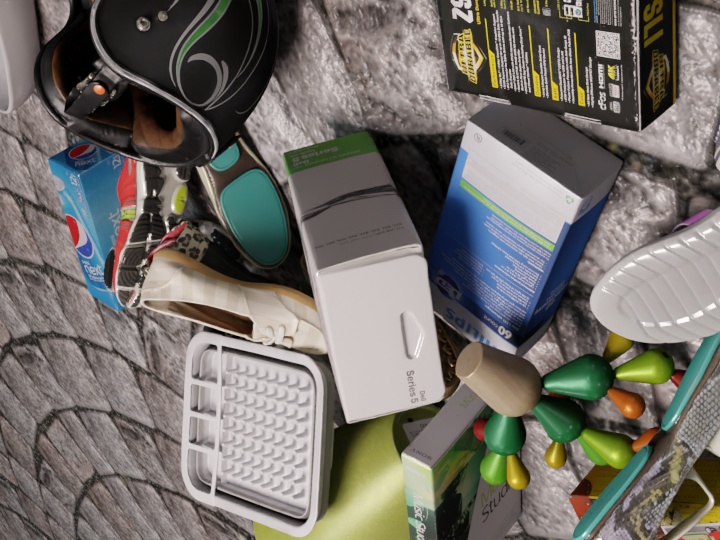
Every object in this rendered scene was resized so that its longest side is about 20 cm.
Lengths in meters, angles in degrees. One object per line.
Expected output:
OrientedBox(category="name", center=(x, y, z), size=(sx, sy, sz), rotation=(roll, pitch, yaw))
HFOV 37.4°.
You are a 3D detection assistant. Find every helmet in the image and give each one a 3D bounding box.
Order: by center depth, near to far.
OrientedBox(category="helmet", center=(-0.163, -0.203, 0.871), size=(0.198, 0.193, 0.200), rotation=(13, 159, 5))

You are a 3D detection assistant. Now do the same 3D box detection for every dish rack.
OrientedBox(category="dish rack", center=(-0.097, 0.154, 1.040), size=(0.199, 0.043, 0.174), rotation=(8, 96, 43))

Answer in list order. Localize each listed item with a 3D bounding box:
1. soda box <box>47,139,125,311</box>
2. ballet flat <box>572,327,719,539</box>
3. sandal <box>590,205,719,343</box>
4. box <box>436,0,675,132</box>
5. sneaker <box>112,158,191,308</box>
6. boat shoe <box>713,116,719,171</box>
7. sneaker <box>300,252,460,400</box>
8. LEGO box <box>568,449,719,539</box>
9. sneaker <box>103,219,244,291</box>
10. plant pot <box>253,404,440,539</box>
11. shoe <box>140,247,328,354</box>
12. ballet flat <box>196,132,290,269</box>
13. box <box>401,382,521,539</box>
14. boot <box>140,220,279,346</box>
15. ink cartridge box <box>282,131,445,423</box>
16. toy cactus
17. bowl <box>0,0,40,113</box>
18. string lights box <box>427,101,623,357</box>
OrientedBox(category="soda box", center=(-0.307, -0.055, 1.279), size=(0.064, 0.068, 0.202), rotation=(24, 137, 35))
OrientedBox(category="ballet flat", center=(0.228, 0.128, 0.744), size=(0.072, 0.201, 0.072), rotation=(31, -173, -4))
OrientedBox(category="sandal", center=(0.238, -0.013, 0.695), size=(0.082, 0.050, 0.202), rotation=(42, 134, -10))
OrientedBox(category="box", center=(0.117, -0.198, 0.669), size=(0.159, 0.049, 0.202), rotation=(22, 135, 41))
OrientedBox(category="sneaker", center=(-0.229, -0.061, 1.141), size=(0.085, 0.076, 0.202), rotation=(20, 100, 52))
OrientedBox(category="boat shoe", center=(0.226, -0.148, 0.574), size=(0.093, 0.074, 0.201), rotation=(45, 138, 23))
OrientedBox(category="sneaker", center=(0.016, 0.065, 1.009), size=(0.200, 0.067, 0.090), rotation=(42, 146, 26))
OrientedBox(category="LEGO box", center=(0.281, 0.215, 0.814), size=(0.199, 0.077, 0.150), rotation=(-11, 111, 53))
OrientedBox(category="sneaker", center=(-0.200, -0.008, 1.204), size=(0.198, 0.076, 0.081), rotation=(-6, 159, 37))
OrientedBox(category="plant pot", center=(0.017, 0.221, 1.065), size=(0.187, 0.187, 0.200), rotation=(47, 131, 8))
OrientedBox(category="shoe", center=(-0.110, 0.041, 0.985), size=(0.198, 0.054, 0.070), rotation=(20, 145, 7))
OrientedBox(category="ballet flat", center=(-0.129, -0.096, 1.048), size=(0.069, 0.069, 0.202), rotation=(-6, 114, 51))
OrientedBox(category="box", center=(0.096, 0.195, 0.957), size=(0.036, 0.144, 0.202), rotation=(19, 134, 32))
OrientedBox(category="boot", center=(-0.163, 0.029, 1.109), size=(0.153, 0.074, 0.203), rotation=(37, 147, -19))
OrientedBox(category="ink cartridge box", center=(0.000, 0.000, 0.862), size=(0.201, 0.083, 0.147), rotation=(-109, 6, -57))
OrientedBox(category="toy cactus", center=(0.146, 0.097, 0.824), size=(0.164, 0.103, 0.199), rotation=(32, 139, -25))
OrientedBox(category="bowl", center=(-0.438, -0.300, 1.212), size=(0.199, 0.074, 0.201), rotation=(36, 141, 24))
OrientedBox(category="string lights box", center=(0.114, -0.025, 0.815), size=(0.102, 0.059, 0.201), rotation=(38, 143, 20))
